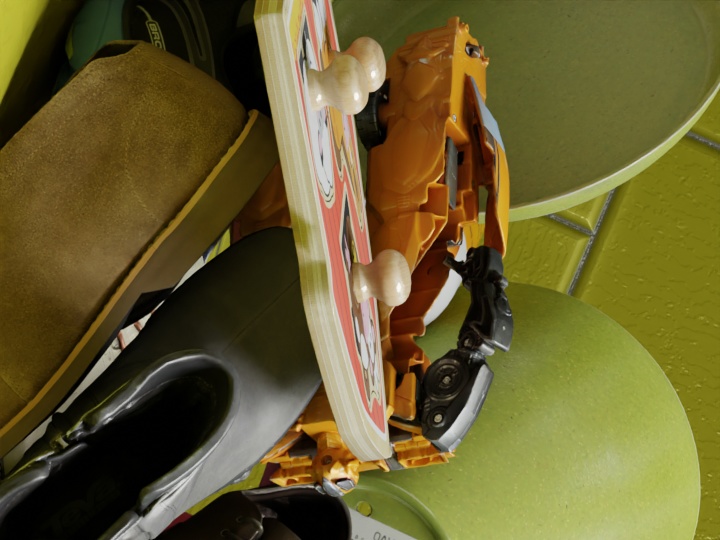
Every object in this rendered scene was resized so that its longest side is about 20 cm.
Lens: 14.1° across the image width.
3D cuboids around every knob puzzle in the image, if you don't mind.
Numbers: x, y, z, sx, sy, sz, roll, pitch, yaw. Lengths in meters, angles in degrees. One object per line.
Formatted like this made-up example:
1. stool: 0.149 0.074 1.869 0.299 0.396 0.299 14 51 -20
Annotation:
1. knob puzzle: -0.001 -0.025 1.026 0.220 0.030 0.220 -8 90 -86

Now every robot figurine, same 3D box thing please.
1. robot figurine: 0.000 0.000 1.154 0.058 0.145 0.200 45 42 -51

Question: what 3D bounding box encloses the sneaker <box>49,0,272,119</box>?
1. sneaker: -0.058 -0.085 1.105 0.200 0.083 0.071 -65 179 -66

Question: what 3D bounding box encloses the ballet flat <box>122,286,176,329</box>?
1. ballet flat: -0.097 -0.018 1.151 0.200 0.073 0.073 -69 -178 -52

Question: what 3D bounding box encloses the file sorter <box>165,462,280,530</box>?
1. file sorter: -0.100 0.082 1.353 0.200 0.139 0.125 -62 174 -80

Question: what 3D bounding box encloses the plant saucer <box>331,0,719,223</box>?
1. plant saucer: 0.069 -0.087 1.256 0.200 0.200 0.031 -65 148 -36

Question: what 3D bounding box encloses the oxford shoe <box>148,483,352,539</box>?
1. oxford shoe: -0.064 0.123 1.102 0.084 0.073 0.200 -34 -178 30

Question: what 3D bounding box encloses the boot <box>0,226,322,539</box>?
1. boot: -0.061 0.050 1.018 0.200 0.070 0.132 -50 -178 -23

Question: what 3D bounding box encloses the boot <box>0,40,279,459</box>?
1. boot: -0.113 0.002 1.012 0.200 0.075 0.074 -49 -170 22

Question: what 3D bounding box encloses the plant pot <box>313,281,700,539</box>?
1. plant pot: 0.036 0.113 1.311 0.187 0.187 0.200 -66 164 18

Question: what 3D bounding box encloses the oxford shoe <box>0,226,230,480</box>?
1. oxford shoe: -0.102 0.013 1.216 0.071 0.074 0.200 94 15 -54

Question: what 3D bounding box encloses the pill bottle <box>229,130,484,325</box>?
1. pill bottle: 0.005 -0.038 1.339 0.111 0.111 0.200 113 2 -45
